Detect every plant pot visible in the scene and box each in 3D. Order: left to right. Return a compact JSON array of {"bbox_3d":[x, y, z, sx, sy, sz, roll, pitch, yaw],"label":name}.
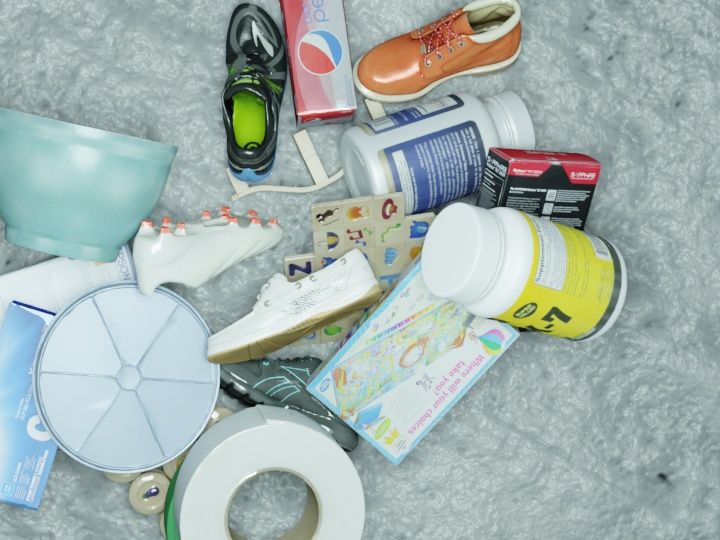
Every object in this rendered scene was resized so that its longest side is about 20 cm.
[{"bbox_3d":[-0.298,-0.084,1.331,0.197,0.200,0.136,11,93,-6],"label":"plant pot"}]

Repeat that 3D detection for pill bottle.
[{"bbox_3d":[0.086,-0.129,1.405,0.197,0.111,0.113,-19,94,-14],"label":"pill bottle"},{"bbox_3d":[0.167,0.001,1.311,0.198,0.114,0.116,15,90,-32],"label":"pill bottle"}]

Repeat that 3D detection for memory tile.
[{"bbox_3d":[-0.209,0.192,1.413,0.153,0.017,0.201,-41,110,-5],"label":"memory tile"}]

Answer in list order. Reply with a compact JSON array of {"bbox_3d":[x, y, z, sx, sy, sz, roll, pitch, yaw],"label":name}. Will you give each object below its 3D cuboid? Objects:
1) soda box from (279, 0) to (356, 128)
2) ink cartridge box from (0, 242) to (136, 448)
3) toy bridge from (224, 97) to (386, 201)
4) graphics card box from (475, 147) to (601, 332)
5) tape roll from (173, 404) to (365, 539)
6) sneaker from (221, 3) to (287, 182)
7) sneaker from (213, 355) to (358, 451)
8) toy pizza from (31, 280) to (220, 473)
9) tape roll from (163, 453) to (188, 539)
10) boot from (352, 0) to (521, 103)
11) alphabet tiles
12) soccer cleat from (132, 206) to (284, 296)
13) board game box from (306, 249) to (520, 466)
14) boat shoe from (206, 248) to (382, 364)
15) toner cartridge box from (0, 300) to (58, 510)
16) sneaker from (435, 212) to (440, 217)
[{"bbox_3d":[-0.050,-0.263,1.403,0.069,0.063,0.203,-8,84,-5],"label":"soda box"},{"bbox_3d":[-0.323,0.087,1.410,0.197,0.041,0.203,-17,94,-10],"label":"ink cartridge box"},{"bbox_3d":[-0.056,-0.124,1.438,0.198,0.027,0.068,-27,95,-5],"label":"toy bridge"},{"bbox_3d":[0.179,-0.032,1.403,0.124,0.051,0.203,-1,113,-29],"label":"graphics card box"},{"bbox_3d":[-0.097,0.249,1.358,0.199,0.071,0.206,-2,99,-13],"label":"tape roll"},{"bbox_3d":[-0.114,-0.199,1.393,0.070,0.083,0.203,1,74,-3],"label":"sneaker"},{"bbox_3d":[-0.082,0.129,1.431,0.198,0.075,0.080,28,75,-12],"label":"sneaker"},{"bbox_3d":[-0.246,0.112,1.354,0.197,0.032,0.204,-1,92,-19],"label":"toy pizza"},{"bbox_3d":[-0.117,0.273,1.417,0.197,0.048,0.204,-2,99,-14],"label":"tape roll"},{"bbox_3d":[0.084,-0.248,1.404,0.197,0.107,0.076,-18,77,-5],"label":"boot"},{"bbox_3d":[0.000,0.000,1.394,0.164,0.008,0.202,-8,133,-5],"label":"alphabet tiles"},{"bbox_3d":[-0.164,-0.021,1.378,0.198,0.069,0.079,-10,113,-47],"label":"soccer cleat"},{"bbox_3d":[0.055,0.093,1.375,0.134,0.034,0.200,41,102,-9],"label":"board game box"},{"bbox_3d":[-0.078,0.037,1.361,0.198,0.071,0.070,-23,77,-3],"label":"boat shoe"},{"bbox_3d":[-0.356,0.142,1.362,0.094,0.043,0.203,17,88,-10],"label":"toner cartridge box"},{"bbox_3d":[0.124,-0.036,1.435,0.197,0.076,0.072,-9,92,-5],"label":"sneaker"}]
